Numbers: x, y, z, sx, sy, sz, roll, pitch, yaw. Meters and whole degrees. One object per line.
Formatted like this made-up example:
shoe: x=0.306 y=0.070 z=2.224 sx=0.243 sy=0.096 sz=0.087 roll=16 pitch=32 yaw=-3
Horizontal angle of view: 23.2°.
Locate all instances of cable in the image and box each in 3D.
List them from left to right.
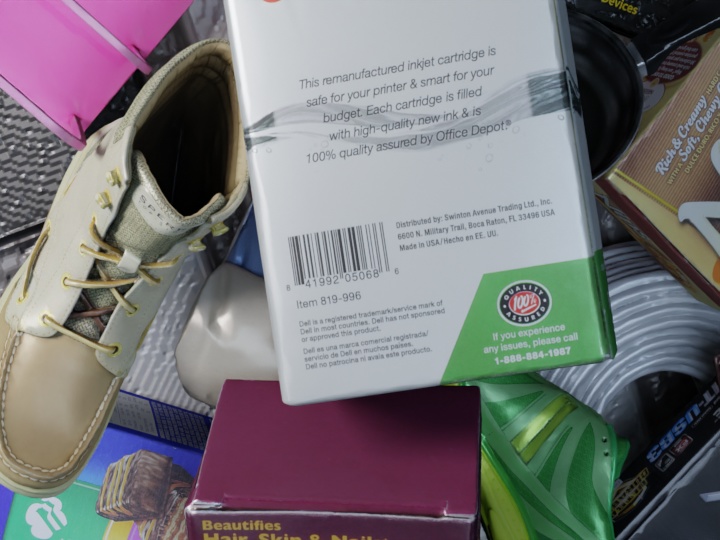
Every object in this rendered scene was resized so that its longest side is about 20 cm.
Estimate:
cable: x=0.157 y=0.086 z=0.975 sx=0.198 sy=0.069 sz=0.202 roll=-1 pitch=103 yaw=-13

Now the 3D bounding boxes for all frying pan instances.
frying pan: x=0.105 y=-0.103 z=0.853 sx=0.190 sy=0.115 sz=0.031 roll=-44 pitch=152 yaw=-17

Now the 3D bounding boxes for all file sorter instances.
file sorter: x=-0.119 y=-0.174 z=0.821 sx=0.139 sy=0.125 sz=0.200 roll=40 pitch=91 yaw=-18

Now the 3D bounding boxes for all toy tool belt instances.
toy tool belt: x=0.000 y=0.000 z=0.883 sx=0.122 sy=0.125 sz=0.201 roll=26 pitch=95 yaw=8

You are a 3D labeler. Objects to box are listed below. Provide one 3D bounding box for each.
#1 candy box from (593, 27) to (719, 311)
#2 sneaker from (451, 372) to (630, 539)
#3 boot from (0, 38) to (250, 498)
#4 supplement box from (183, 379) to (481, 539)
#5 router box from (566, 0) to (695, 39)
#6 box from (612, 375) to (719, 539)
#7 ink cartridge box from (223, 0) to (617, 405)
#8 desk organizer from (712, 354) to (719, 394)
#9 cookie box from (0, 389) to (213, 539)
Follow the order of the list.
candy box: x=0.211 y=-0.090 z=0.894 sx=0.115 sy=0.055 sz=0.200 roll=41 pitch=87 yaw=-22
sneaker: x=0.091 y=0.089 z=0.891 sx=0.083 sy=0.074 sz=0.202 roll=-20 pitch=76 yaw=-5
boot: x=-0.113 y=0.000 z=0.812 sx=0.072 sy=0.154 sz=0.202 roll=25 pitch=67 yaw=-18
supplement box: x=-0.007 y=0.163 z=0.840 sx=0.130 sy=0.103 sz=0.202 roll=2 pitch=121 yaw=5
router box: x=0.171 y=-0.190 z=0.915 sx=0.198 sy=0.051 sz=0.150 roll=16 pitch=97 yaw=-23
box: x=0.216 y=0.168 z=0.950 sx=0.198 sy=0.050 sz=0.200 roll=-44 pitch=112 yaw=-1
ink cartridge box: x=0.027 y=-0.052 z=0.772 sx=0.145 sy=0.083 sz=0.202 roll=-8 pitch=90 yaw=11
desk organizer: x=0.244 y=0.133 z=0.883 sx=0.071 sy=0.077 sz=0.202 roll=-18 pitch=107 yaw=-13
cookie box: x=-0.166 y=0.144 z=0.909 sx=0.198 sy=0.075 sz=0.173 roll=18 pitch=98 yaw=-16
